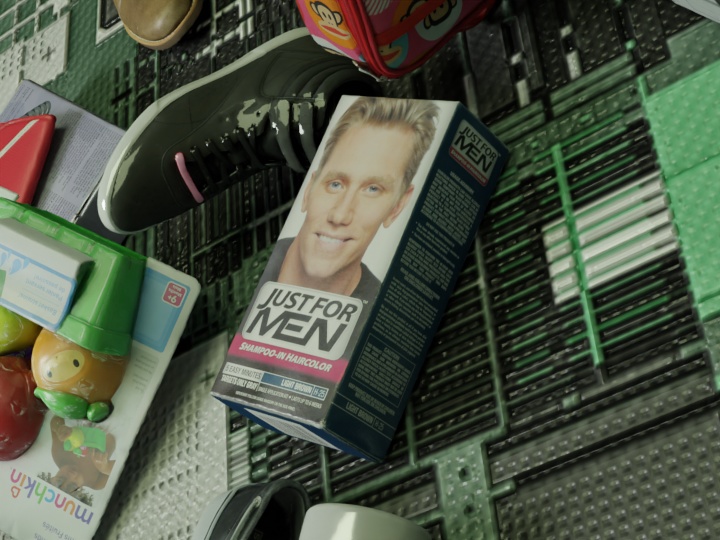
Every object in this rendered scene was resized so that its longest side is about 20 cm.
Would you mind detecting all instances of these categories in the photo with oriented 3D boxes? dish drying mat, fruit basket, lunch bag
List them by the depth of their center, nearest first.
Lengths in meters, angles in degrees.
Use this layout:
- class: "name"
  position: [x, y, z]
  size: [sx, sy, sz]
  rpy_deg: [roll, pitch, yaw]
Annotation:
- class: "lunch bag"
  position: [0.042, -0.213, 0.844]
  size: [0.200, 0.177, 0.082]
  rpy_deg: [-43, 47, -20]
- class: "fruit basket"
  position: [-0.219, 0.063, 0.927]
  size: [0.184, 0.094, 0.201]
  rpy_deg: [24, 85, 22]
- class: "dish drying mat"
  position: [-0.278, -0.022, 1.048]
  size: [0.076, 0.018, 0.202]
  rpy_deg: [-1, 65, 40]

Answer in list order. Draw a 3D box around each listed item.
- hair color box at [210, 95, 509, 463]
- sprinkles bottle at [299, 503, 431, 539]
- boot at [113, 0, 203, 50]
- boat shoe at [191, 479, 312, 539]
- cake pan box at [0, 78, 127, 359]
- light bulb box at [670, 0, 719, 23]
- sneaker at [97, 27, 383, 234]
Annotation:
- class: "hair color box"
  position: [0.000, 0.000, 0.829]
  size: [0.100, 0.060, 0.201]
  rpy_deg: [9, 70, 44]
- class: "sprinkles bottle"
  position: [-0.016, 0.219, 0.697]
  size: [0.068, 0.068, 0.202]
  rpy_deg: [-6, 61, 39]
- class: "boot"
  position: [-0.187, -0.243, 1.140]
  size: [0.074, 0.075, 0.200]
  rpy_deg: [-44, 44, 8]
- class: "boat shoe"
  position: [-0.067, 0.204, 0.744]
  size: [0.068, 0.071, 0.201]
  rpy_deg: [-26, 40, 52]
- class: "cake pan box"
  position: [-0.253, -0.034, 1.084]
  size: [0.184, 0.052, 0.201]
  rpy_deg: [25, 82, 49]
- class: "light bulb box"
  position: [0.207, -0.246, 0.754]
  size: [0.199, 0.125, 0.200]
  rpy_deg: [-52, 43, 2]
- class: "sneaker"
  position: [-0.070, -0.081, 0.900]
  size: [0.200, 0.071, 0.099]
  rpy_deg: [-38, 39, -19]
